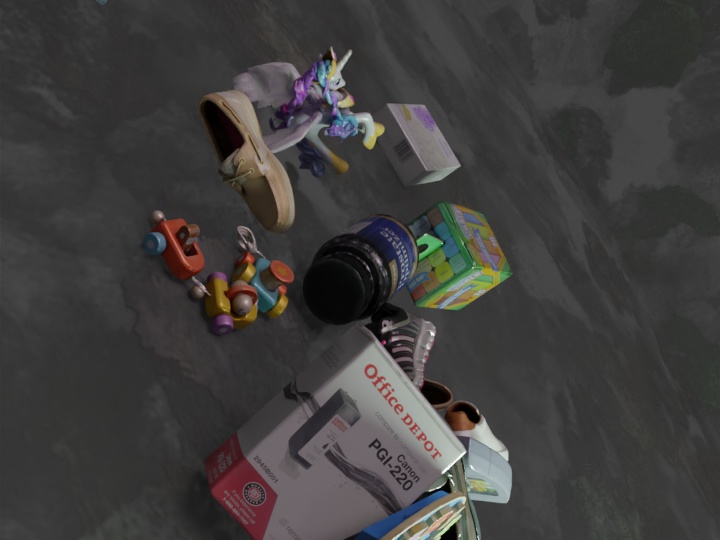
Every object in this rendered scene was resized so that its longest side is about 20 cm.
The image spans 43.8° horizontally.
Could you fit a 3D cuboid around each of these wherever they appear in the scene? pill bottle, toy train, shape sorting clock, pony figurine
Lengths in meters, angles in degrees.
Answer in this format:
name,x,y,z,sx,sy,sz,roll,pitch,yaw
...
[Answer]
name,x,y,z,sx,sy,sz,roll,pitch,yaw
pill bottle,0.000,0.000,1.178,0.113,0.111,0.200,56,25,-2
toy train,-0.144,-0.011,0.999,0.199,0.055,0.152,-7,68,-62
shape sorting clock,0.019,0.269,0.810,0.039,0.201,0.199,46,20,24
pony figurine,-0.072,-0.213,1.240,0.200,0.190,0.169,54,21,-55

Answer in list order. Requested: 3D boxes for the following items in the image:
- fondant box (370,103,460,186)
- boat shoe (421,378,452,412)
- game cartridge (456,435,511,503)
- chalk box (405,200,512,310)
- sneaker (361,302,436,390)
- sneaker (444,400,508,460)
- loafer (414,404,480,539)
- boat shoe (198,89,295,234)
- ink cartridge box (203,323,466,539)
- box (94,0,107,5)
name,x,y,z,sx,sy,sz,roll,pitch,yaw
fondant box,0.103,-0.240,1.694,0.146,0.058,0.199,60,24,5
boat shoe,0.045,0.151,1.142,0.199,0.064,0.072,21,43,-51
game cartridge,0.104,0.228,1.029,0.200,0.131,0.042,50,42,-57
chalk box,0.133,-0.022,1.428,0.199,0.124,0.125,6,55,-57
sneaker,0.029,0.108,1.064,0.087,0.074,0.201,34,36,-7
sneaker,0.154,0.218,1.202,0.200,0.072,0.086,31,54,-70
loafer,0.074,0.223,0.913,0.203,0.071,0.063,67,23,-16
boat shoe,-0.149,-0.134,1.123,0.069,0.074,0.202,-10,68,-50
ink cartridge box,-0.024,0.172,0.828,0.146,0.200,0.085,50,-7,-13
box,-0.354,-0.459,1.071,0.199,0.104,0.186,33,35,-42
